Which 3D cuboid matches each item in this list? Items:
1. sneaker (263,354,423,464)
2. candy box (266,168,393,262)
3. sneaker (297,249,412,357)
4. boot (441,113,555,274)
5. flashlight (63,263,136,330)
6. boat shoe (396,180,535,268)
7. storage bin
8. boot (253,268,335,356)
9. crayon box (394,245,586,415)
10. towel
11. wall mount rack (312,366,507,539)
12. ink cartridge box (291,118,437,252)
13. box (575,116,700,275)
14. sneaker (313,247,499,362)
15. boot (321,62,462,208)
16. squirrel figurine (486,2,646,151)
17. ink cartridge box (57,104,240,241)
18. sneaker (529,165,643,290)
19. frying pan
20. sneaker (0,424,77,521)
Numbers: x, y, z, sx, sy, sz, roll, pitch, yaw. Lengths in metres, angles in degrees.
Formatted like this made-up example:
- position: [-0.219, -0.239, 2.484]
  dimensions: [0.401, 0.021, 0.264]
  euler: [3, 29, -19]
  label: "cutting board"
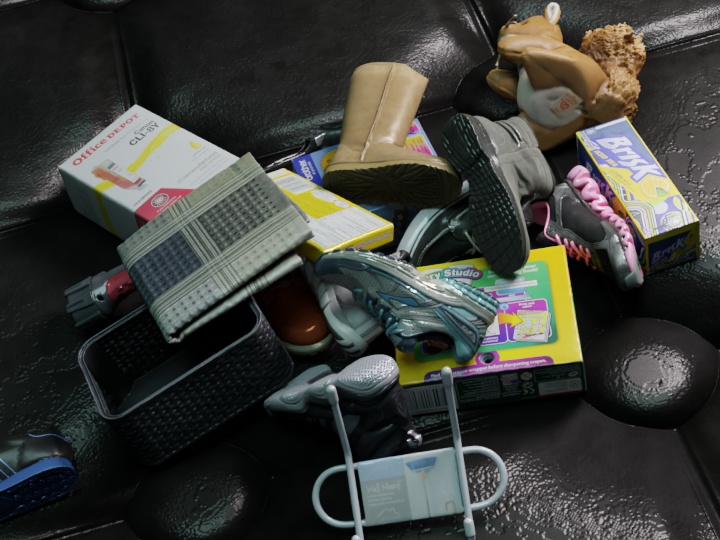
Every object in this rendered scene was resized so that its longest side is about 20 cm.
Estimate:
- position: [-0.018, 0.160, 1.539]
  dimensions: [0.200, 0.114, 0.075]
  euler: [-17, 14, 48]
  label: "sneaker"
- position: [-0.065, -0.062, 1.657]
  dimensions: [0.102, 0.026, 0.200]
  euler: [-24, 37, -33]
  label: "candy box"
- position: [0.000, 0.000, 1.639]
  dimensions: [0.115, 0.075, 0.200]
  euler: [-33, 49, 6]
  label: "sneaker"
- position: [0.179, -0.093, 1.655]
  dimensions: [0.130, 0.068, 0.201]
  euler: [-1, 65, -42]
  label: "boot"
- position: [-0.251, 0.010, 1.713]
  dimensions: [0.200, 0.068, 0.068]
  euler: [-27, 1, 11]
  label: "flashlight"
- position: [0.124, -0.054, 1.703]
  dimensions: [0.200, 0.072, 0.071]
  euler: [-43, 49, -20]
  label: "boat shoe"
- position: [-0.190, 0.100, 1.592]
  dimensions: [0.200, 0.094, 0.135]
  euler: [-33, 43, -2]
  label: "storage bin"
- position: [-0.097, 0.012, 1.675]
  dimensions: [0.075, 0.107, 0.200]
  euler: [-28, 49, -16]
  label: "boot"
- position: [0.137, 0.064, 1.605]
  dimensions: [0.199, 0.058, 0.173]
  euler: [-8, 45, 7]
  label: "crayon box"
- position: [-0.158, -0.027, 1.609]
  dimensions: [0.200, 0.035, 0.193]
  euler: [-36, 41, -3]
  label: "towel"
- position: [0.043, 0.190, 1.448]
  dimensions: [0.199, 0.075, 0.174]
  euler: [-9, 87, 4]
  label: "wall mount rack"
- position: [0.002, -0.090, 1.771]
  dimensions: [0.199, 0.076, 0.137]
  euler: [-21, 46, -5]
  label: "ink cartridge box"
- position: [0.321, -0.090, 1.706]
  dimensions: [0.070, 0.064, 0.200]
  euler: [-19, 45, -5]
  label: "box"
- position: [0.041, 0.037, 1.529]
  dimensions: [0.199, 0.078, 0.087]
  euler: [18, 80, 4]
  label: "sneaker"
- position: [0.051, -0.169, 1.738]
  dimensions: [0.174, 0.066, 0.200]
  euler: [6, 47, 13]
  label: "boot"
- position: [0.259, -0.253, 1.850]
  dimensions: [0.199, 0.142, 0.187]
  euler: [2, 35, -5]
  label: "squirrel figurine"
- position: [-0.259, -0.108, 1.838]
  dimensions: [0.200, 0.084, 0.145]
  euler: [28, 59, 33]
  label: "ink cartridge box"
- position: [0.254, -0.035, 1.670]
  dimensions: [0.095, 0.079, 0.200]
  euler: [-24, 39, -1]
  label: "sneaker"
- position: [-0.045, -0.169, 1.853]
  dimensions: [0.189, 0.031, 0.115]
  euler: [-15, 17, -9]
  label: "frying pan"
- position: [-0.405, 0.227, 1.572]
  dimensions: [0.199, 0.070, 0.078]
  euler: [-16, 42, -12]
  label: "sneaker"
